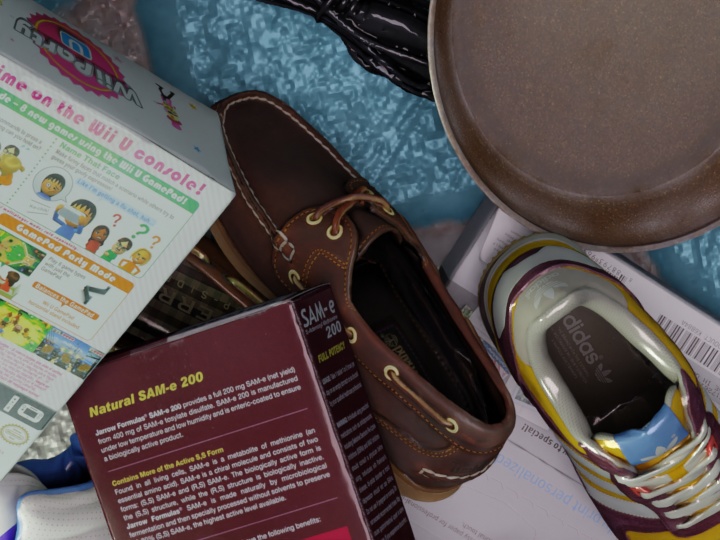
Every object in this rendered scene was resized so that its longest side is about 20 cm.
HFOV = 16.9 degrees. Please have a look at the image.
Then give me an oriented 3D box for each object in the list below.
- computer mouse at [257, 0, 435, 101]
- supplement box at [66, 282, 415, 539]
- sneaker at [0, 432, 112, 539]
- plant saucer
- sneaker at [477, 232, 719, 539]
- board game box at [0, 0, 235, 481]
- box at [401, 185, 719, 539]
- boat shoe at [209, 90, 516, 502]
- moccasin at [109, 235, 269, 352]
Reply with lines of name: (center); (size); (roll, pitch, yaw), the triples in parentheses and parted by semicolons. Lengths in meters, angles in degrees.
computer mouse: (0.034, -0.182, 1.038); (0.138, 0.053, 0.201); (31, 97, -7)
supplement box: (-0.036, 0.117, 0.984); (0.108, 0.061, 0.201); (-17, 92, 17)
sneaker: (-0.163, 0.154, 1.033); (0.200, 0.080, 0.147); (-36, 124, -30)
plant saucer: (0.116, -0.108, 1.043); (0.199, 0.032, 0.202); (-6, 106, -21)
sneaker: (0.123, 0.076, 1.024); (0.075, 0.090, 0.200); (-41, 106, 4)
board game box: (-0.166, -0.008, 0.935); (0.147, 0.064, 0.200); (31, 114, -27)
box: (0.074, 0.084, 1.094); (0.155, 0.041, 0.201); (31, 96, -7)
boat shoe: (0.000, 0.000, 1.030); (0.070, 0.070, 0.200); (-29, 76, -32)
moccasin: (-0.120, 0.001, 1.051); (0.201, 0.078, 0.074); (30, 100, -7)
